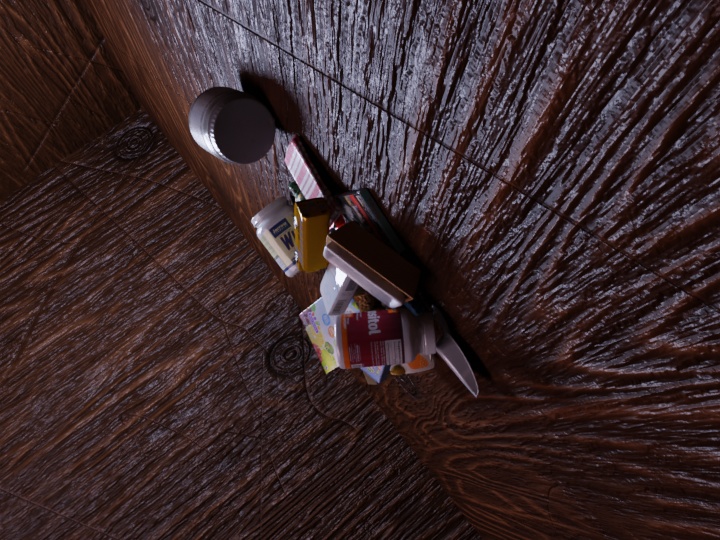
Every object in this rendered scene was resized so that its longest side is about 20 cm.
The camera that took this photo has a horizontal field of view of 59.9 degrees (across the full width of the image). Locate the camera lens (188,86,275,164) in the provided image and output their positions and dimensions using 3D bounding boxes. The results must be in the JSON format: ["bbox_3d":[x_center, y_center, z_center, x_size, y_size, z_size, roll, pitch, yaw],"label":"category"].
[{"bbox_3d":[-0.297,-0.334,1.438,0.200,0.160,0.160,35,159,55],"label":"camera lens"}]

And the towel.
[{"bbox_3d":[-0.106,-0.193,1.389,0.201,0.030,0.146,60,166,-1],"label":"towel"}]

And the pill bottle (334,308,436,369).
[{"bbox_3d":[0.050,0.137,1.278,0.113,0.199,0.114,-6,-90,-89],"label":"pill bottle"}]

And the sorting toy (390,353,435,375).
[{"bbox_3d":[0.088,0.158,1.606,0.200,0.106,0.181,-162,56,-69],"label":"sorting toy"}]

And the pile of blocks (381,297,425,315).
[{"bbox_3d":[0.082,0.073,1.358,0.200,0.062,0.082,48,155,-14],"label":"pile of blocks"}]

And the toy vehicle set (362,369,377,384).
[{"bbox_3d":[0.035,0.192,1.686,0.124,0.026,0.201,75,-161,-59],"label":"toy vehicle set"}]

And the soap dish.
[{"bbox_3d":[0.023,-0.012,1.234,0.200,0.081,0.157,36,172,0],"label":"soap dish"}]

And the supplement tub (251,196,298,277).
[{"bbox_3d":[-0.208,-0.098,1.802,0.200,0.145,0.145,53,168,-2],"label":"supplement tub"}]

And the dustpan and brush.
[{"bbox_3d":[0.186,0.156,1.303,0.200,0.057,0.140,51,179,-23],"label":"dustpan and brush"}]

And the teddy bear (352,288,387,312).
[{"bbox_3d":[0.044,0.123,1.405,0.200,0.067,0.145,54,-164,6],"label":"teddy bear"}]

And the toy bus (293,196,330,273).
[{"bbox_3d":[-0.106,-0.068,1.370,0.201,0.065,0.078,94,156,-46],"label":"toy bus"}]

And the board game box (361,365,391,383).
[{"bbox_3d":[0.004,0.162,1.558,0.200,0.037,0.152,36,123,31],"label":"board game box"}]

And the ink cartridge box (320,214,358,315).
[{"bbox_3d":[-0.061,-0.024,1.416,0.160,0.047,0.201,116,141,-48],"label":"ink cartridge box"}]

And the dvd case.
[{"bbox_3d":[0.011,-0.100,1.283,0.146,0.022,0.200,56,166,-13],"label":"dvd case"}]

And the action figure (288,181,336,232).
[{"bbox_3d":[-0.109,-0.134,1.527,0.200,0.055,0.118,53,145,-5],"label":"action figure"}]

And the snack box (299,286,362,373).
[{"bbox_3d":[-0.042,0.134,1.520,0.200,0.068,0.169,-38,74,39],"label":"snack box"}]
